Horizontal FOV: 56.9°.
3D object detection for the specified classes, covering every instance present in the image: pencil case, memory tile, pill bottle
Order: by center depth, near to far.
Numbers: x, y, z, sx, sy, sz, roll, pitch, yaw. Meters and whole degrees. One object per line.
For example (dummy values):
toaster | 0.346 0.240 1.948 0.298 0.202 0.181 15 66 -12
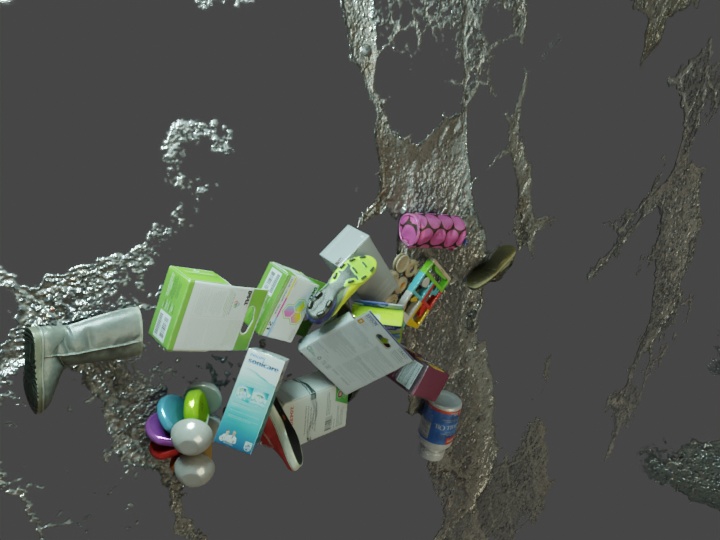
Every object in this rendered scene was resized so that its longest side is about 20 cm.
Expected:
pencil case | 0.184 -0.097 1.695 0.199 0.091 0.094 1 118 -41
memory tile | 0.117 0.047 1.747 0.154 0.017 0.200 -59 143 -1
pill bottle | 0.238 0.479 2.044 0.112 0.112 0.201 -8 117 -40

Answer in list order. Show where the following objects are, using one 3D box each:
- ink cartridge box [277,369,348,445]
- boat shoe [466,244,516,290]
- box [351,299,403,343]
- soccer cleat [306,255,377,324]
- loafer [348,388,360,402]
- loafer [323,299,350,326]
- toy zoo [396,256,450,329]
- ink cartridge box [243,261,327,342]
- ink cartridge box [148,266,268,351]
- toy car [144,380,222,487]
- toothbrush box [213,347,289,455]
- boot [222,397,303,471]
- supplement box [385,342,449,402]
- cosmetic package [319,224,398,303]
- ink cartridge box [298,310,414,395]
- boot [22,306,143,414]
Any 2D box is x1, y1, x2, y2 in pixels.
ink cartridge box | -0.132 0.339 1.639 0.199 0.083 0.147 -13 120 -38
boat shoe | 0.392 0.003 1.953 0.200 0.073 0.065 -37 128 -22
box | 0.041 0.127 1.586 0.200 0.121 0.048 84 12 -69
soccer cleat | -0.044 0.041 1.474 0.200 0.065 0.084 -43 165 -16
loafer | -0.009 0.244 1.724 0.072 0.073 0.201 -5 121 -66
loafer | -0.060 0.109 1.575 0.069 0.075 0.201 -9 128 -6
toy zoo | 0.160 0.074 1.785 0.200 0.020 0.131 -55 143 -6
ink cartridge box | -0.143 0.083 1.492 0.200 0.076 0.148 22 96 -46
ink cartridge box | -0.301 0.082 1.336 0.200 0.076 0.148 9 105 -50
toy car | -0.370 0.336 1.383 0.149 0.175 0.201 3 120 -2
toothbrush box | -0.225 0.269 1.401 0.146 0.085 0.201 113 -3 -83
boot | -0.227 0.380 1.503 0.144 0.201 0.072 -29 175 5
supplement box | 0.118 0.252 1.739 0.110 0.200 0.086 28 92 -47
cosmetic package | 0.000 0.000 1.577 0.107 0.090 0.200 -45 133 -14
ink cartridge box | -0.009 0.185 1.542 0.199 0.043 0.197 -30 124 16
boot | -0.502 0.161 1.215 0.200 0.072 0.183 -9 121 -47
